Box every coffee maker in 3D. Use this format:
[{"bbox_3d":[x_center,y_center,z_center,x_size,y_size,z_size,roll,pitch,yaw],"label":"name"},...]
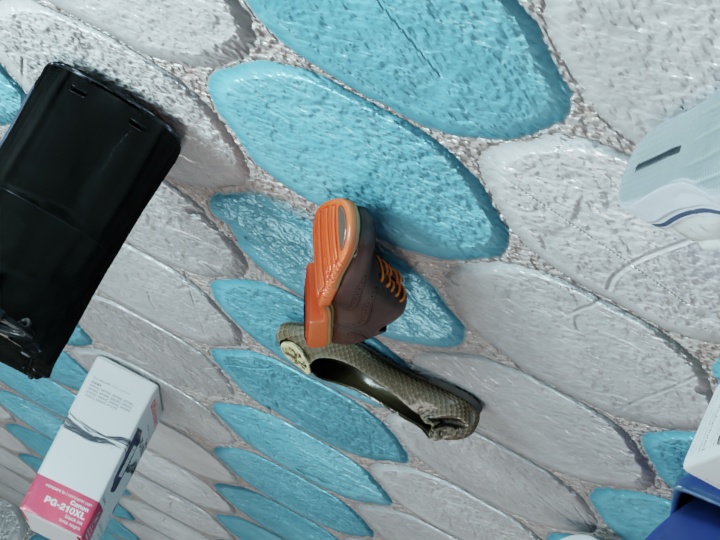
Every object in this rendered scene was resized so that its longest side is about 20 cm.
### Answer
[{"bbox_3d":[-0.216,-0.035,1.349,0.134,0.201,0.192,35,164,-28],"label":"coffee maker"}]

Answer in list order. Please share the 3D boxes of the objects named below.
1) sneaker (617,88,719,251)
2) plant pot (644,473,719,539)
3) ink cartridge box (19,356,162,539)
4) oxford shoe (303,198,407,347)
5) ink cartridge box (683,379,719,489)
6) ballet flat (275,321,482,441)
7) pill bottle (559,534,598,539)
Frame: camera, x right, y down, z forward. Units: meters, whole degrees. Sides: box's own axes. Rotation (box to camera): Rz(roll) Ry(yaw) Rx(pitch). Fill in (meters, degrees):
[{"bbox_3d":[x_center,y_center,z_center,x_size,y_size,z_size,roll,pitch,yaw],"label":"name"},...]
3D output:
[{"bbox_3d":[0.195,-0.051,0.912,0.070,0.073,0.200,23,173,-12],"label":"sneaker"},{"bbox_3d":[0.295,0.274,1.457,0.199,0.180,0.200,24,162,18],"label":"plant pot"},{"bbox_3d":[-0.312,0.219,2.207,0.084,0.201,0.145,24,162,4],"label":"ink cartridge box"},{"bbox_3d":[0.000,0.000,1.372,0.072,0.072,0.200,1,160,-6],"label":"oxford shoe"},{"bbox_3d":[0.259,0.059,1.020,0.068,0.117,0.200,28,162,-5],"label":"ink cartridge box"},{"bbox_3d":[0.010,0.099,1.628,0.199,0.047,0.067,24,161,16],"label":"ballet flat"},{"bbox_3d":[0.254,0.343,1.821,0.113,0.114,0.200,7,152,50],"label":"pill bottle"}]
